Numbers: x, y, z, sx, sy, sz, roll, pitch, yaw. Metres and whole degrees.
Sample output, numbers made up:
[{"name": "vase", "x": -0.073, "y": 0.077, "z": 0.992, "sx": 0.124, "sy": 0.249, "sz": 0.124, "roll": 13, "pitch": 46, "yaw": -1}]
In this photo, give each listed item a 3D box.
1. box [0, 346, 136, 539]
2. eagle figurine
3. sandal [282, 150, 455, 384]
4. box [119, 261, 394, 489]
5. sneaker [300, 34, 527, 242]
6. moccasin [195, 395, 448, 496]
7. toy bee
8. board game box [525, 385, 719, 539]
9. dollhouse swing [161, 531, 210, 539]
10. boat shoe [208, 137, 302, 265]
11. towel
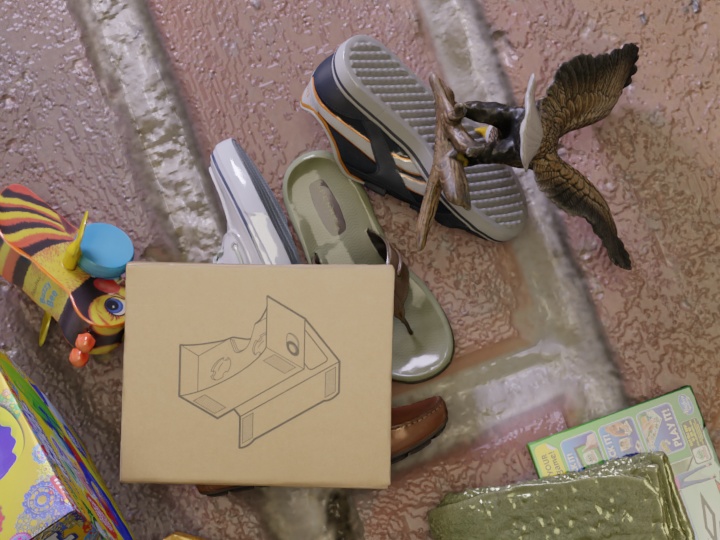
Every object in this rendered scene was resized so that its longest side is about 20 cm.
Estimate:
[{"name": "box", "x": -0.251, "y": 0.174, "z": 1.447, "sx": 0.122, "sy": 0.193, "sz": 0.200, "roll": -34, "pitch": 54, "yaw": -3}, {"name": "eagle figurine", "x": 0.140, "y": -0.092, "z": 1.505, "sx": 0.199, "sy": 0.152, "sz": 0.151, "roll": 6, "pitch": 40, "yaw": -26}, {"name": "sandal", "x": -0.001, "y": 0.000, "z": 1.561, "sx": 0.080, "sy": 0.057, "sz": 0.201, "roll": -32, "pitch": 84, "yaw": -1}, {"name": "box", "x": -0.076, "y": 0.076, "z": 1.495, "sx": 0.199, "sy": 0.021, "sz": 0.164, "roll": 1, "pitch": 89, "yaw": -1}, {"name": "sneaker", "x": 0.040, "y": -0.091, "z": 1.564, "sx": 0.200, "sy": 0.079, "sz": 0.079, "roll": 45, "pitch": 45, "yaw": -12}, {"name": "moccasin", "x": -0.034, "y": 0.118, "z": 1.547, "sx": 0.200, "sy": 0.074, "sz": 0.078, "roll": -9, "pitch": 96, "yaw": 10}, {"name": "toy bee", "x": -0.206, "y": 0.015, "z": 1.531, "sx": 0.199, "sy": 0.109, "sz": 0.131, "roll": 14, "pitch": 129, "yaw": 17}, {"name": "board game box", "x": 0.222, "y": 0.204, "z": 1.550, "sx": 0.134, "sy": 0.029, "sz": 0.201, "roll": -20, "pitch": 84, "yaw": -1}, {"name": "dollhouse swing", "x": -0.109, "y": 0.315, "z": 1.486, "sx": 0.199, "sy": 0.182, "sz": 0.177, "roll": 15, "pitch": 105, "yaw": 3}, {"name": "boat shoe", "x": -0.082, "y": -0.004, "z": 1.550, "sx": 0.067, "sy": 0.074, "sz": 0.201, "roll": -28, "pitch": 72, "yaw": 8}, {"name": "towel", "x": 0.156, "y": 0.222, "z": 1.519, "sx": 0.199, "sy": 0.036, "sz": 0.149, "roll": -15, "pitch": 87, "yaw": 21}]
